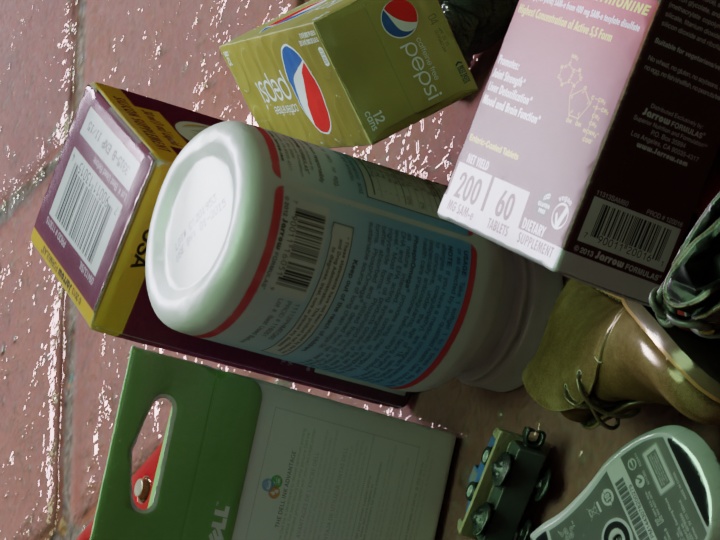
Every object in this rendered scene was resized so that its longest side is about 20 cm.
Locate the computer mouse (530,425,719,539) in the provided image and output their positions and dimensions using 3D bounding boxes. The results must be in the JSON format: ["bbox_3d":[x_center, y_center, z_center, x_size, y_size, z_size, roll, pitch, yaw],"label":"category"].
[{"bbox_3d":[0.114,0.143,1.205,0.200,0.044,0.110,-44,56,39],"label":"computer mouse"}]

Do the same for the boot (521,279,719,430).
[{"bbox_3d":[0.125,0.048,1.175,0.076,0.073,0.200,-53,14,2],"label":"boot"}]

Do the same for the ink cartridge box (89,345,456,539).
[{"bbox_3d":[-0.054,0.112,1.355,0.059,0.199,0.105,0,75,60],"label":"ink cartridge box"}]

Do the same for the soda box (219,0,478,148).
[{"bbox_3d":[-0.010,-0.104,1.332,0.068,0.064,0.200,64,167,-8],"label":"soda box"}]

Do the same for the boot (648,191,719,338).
[{"bbox_3d":[0.176,0.018,1.021,0.201,0.173,0.069,-58,47,25],"label":"boot"}]

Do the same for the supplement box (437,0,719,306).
[{"bbox_3d":[0.115,-0.097,1.119,0.109,0.061,0.201,27,97,60],"label":"supplement box"}]

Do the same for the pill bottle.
[{"bbox_3d":[0.000,0.000,1.316,0.109,0.199,0.109,-35,47,48],"label":"pill bottle"}]

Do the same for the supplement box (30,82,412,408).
[{"bbox_3d":[-0.062,-0.014,1.430,0.131,0.199,0.104,44,115,58],"label":"supplement box"}]

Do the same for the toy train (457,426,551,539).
[{"bbox_3d":[0.050,0.167,1.322,0.046,0.034,0.201,-122,52,-68],"label":"toy train"}]

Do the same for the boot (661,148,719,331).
[{"bbox_3d":[0.189,-0.034,1.077,0.145,0.072,0.200,-55,12,-11],"label":"boot"}]

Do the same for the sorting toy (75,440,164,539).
[{"bbox_3d":[-0.109,0.207,1.537,0.200,0.069,0.200,-47,39,38],"label":"sorting toy"}]

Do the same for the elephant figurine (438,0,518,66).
[{"bbox_3d":[0.054,-0.159,1.355,0.142,0.155,0.200,-58,25,7],"label":"elephant figurine"}]
